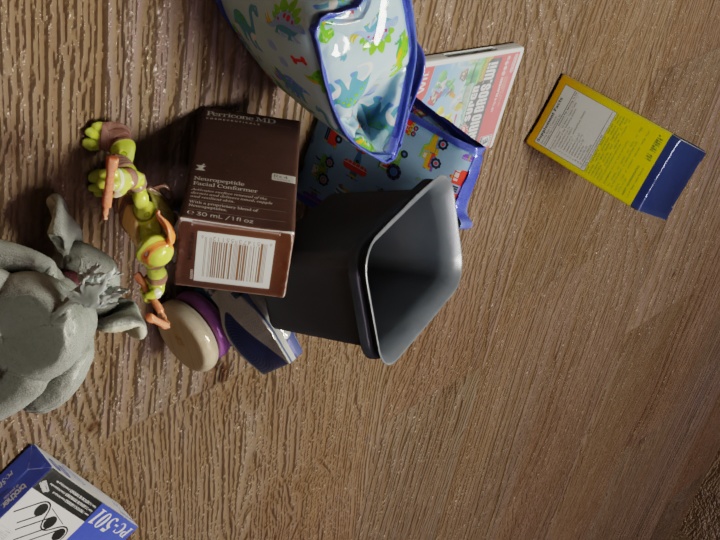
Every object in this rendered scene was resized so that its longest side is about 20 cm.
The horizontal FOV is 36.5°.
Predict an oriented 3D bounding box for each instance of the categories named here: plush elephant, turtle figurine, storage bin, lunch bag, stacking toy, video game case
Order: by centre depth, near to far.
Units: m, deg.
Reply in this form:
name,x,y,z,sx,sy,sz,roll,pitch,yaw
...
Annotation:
name,x,y,z,sx,sy,sz,roll,pitch,yaw
turtle figurine,-0.192,-0.059,0.930,0.064,0.162,0.201,-24,140,-12
plush elephant,-0.273,0.028,0.949,0.199,0.166,0.155,-23,-170,10
lunch bag,-0.034,-0.207,0.988,0.127,0.170,0.201,-35,145,-17
storage bin,0.000,0.000,1.063,0.200,0.133,0.147,-44,130,-51
lunch bag,0.041,-0.100,1.161,0.094,0.200,0.151,-8,128,-48
stacking toy,-0.124,0.022,1.193,0.200,0.085,0.086,-39,146,-34
video game case,0.116,-0.201,1.335,0.199,0.017,0.144,-18,135,-43

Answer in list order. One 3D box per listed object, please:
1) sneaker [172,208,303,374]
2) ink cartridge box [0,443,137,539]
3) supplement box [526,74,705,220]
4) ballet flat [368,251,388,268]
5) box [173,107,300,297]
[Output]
name,x,y,z,sx,sy,sz,roll,pitch,yaw
sneaker,-0.106,-0.003,1.117,0.115,0.200,0.080,-42,-167,-37
ink cartridge box,-0.329,0.269,1.187,0.094,0.044,0.200,-45,148,-10
supplement box,0.348,-0.169,1.495,0.109,0.200,0.109,8,116,-55
ballet flat,-0.013,-0.005,1.248,0.074,0.075,0.200,-29,180,-33
box,-0.108,-0.067,0.990,0.099,0.201,0.075,7,124,-7
